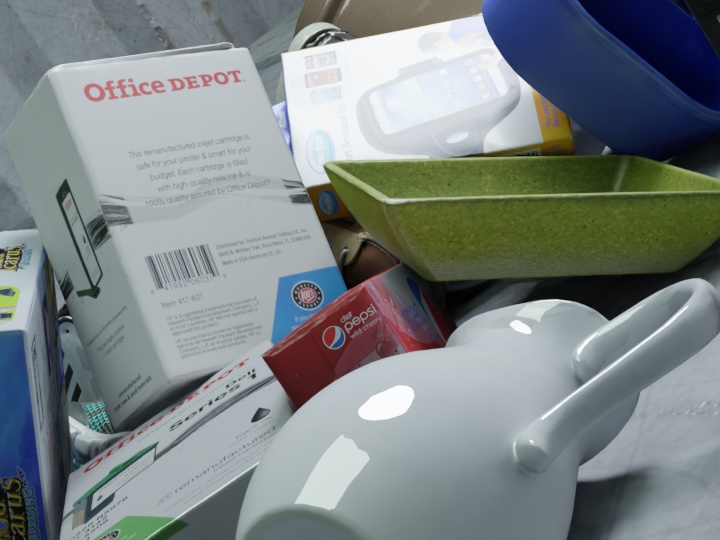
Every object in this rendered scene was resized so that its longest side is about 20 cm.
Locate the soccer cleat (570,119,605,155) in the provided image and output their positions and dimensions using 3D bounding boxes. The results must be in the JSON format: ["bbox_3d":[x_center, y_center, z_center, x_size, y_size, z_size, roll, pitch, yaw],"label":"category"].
[{"bbox_3d":[0.145,-0.116,1.197,0.070,0.087,0.200,24,55,41],"label":"soccer cleat"}]

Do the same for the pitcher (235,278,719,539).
[{"bbox_3d":[0.052,0.074,0.721,0.171,0.122,0.200,-35,1,39],"label":"pitcher"}]

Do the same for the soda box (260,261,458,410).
[{"bbox_3d":[0.009,0.043,0.943,0.063,0.070,0.200,-34,-1,9],"label":"soda box"}]

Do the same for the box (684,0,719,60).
[{"bbox_3d":[0.221,-0.181,1.027,0.049,0.199,0.200,-25,16,27],"label":"box"}]

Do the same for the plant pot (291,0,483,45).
[{"bbox_3d":[0.069,-0.141,1.299,0.200,0.201,0.174,-37,23,-13],"label":"plant pot"}]

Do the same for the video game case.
[{"bbox_3d":[-0.199,0.098,1.055,0.045,0.202,0.181,-4,18,-4],"label":"video game case"}]

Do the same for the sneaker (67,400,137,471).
[{"bbox_3d":[-0.140,0.111,1.183,0.091,0.078,0.199,-36,22,-26],"label":"sneaker"}]

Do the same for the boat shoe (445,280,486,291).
[{"bbox_3d":[0.043,-0.041,1.221,0.071,0.068,0.200,-19,15,-5],"label":"boat shoe"}]

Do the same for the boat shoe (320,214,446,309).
[{"bbox_3d":[0.000,0.000,1.142,0.071,0.076,0.200,-9,14,-16],"label":"boat shoe"}]

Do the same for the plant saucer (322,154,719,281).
[{"bbox_3d":[0.090,-0.030,1.001,0.198,0.048,0.200,-1,9,-10],"label":"plant saucer"}]

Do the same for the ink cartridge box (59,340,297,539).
[{"bbox_3d":[-0.076,0.127,0.924,0.146,0.085,0.200,-34,14,0],"label":"ink cartridge box"}]

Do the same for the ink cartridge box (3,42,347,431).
[{"bbox_3d":[-0.108,-0.024,1.081,0.145,0.201,0.084,-12,-18,-37],"label":"ink cartridge box"}]

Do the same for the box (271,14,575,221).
[{"bbox_3d":[0.030,-0.099,1.151,0.198,0.042,0.120,-10,53,1],"label":"box"}]

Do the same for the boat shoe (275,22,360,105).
[{"bbox_3d":[-0.030,-0.066,1.251,0.071,0.203,0.060,-4,23,-39],"label":"boat shoe"}]

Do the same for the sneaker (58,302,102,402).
[{"bbox_3d":[-0.147,0.047,1.239,0.200,0.115,0.076,-42,11,26],"label":"sneaker"}]

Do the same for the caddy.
[{"bbox_3d":[0.172,-0.162,1.100,0.105,0.199,0.142,-36,25,48],"label":"caddy"}]
